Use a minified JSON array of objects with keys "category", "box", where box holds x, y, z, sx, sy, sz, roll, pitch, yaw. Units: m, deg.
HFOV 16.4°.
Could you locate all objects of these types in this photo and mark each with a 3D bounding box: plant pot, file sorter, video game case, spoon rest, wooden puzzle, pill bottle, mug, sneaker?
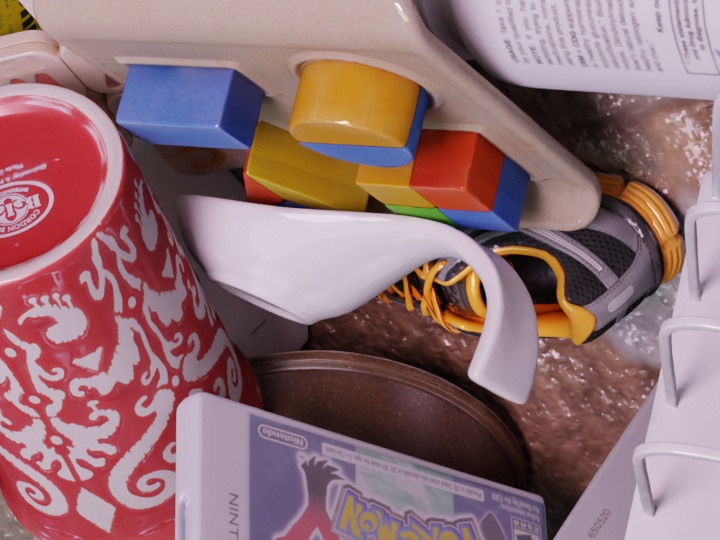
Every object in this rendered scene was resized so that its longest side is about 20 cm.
[{"category":"plant pot","box":[-0.020,0.178,1.208,0.199,0.199,0.201,3,138,2]},{"category":"file sorter","box":[0.178,0.049,0.948,0.138,0.201,0.125,11,163,12]},{"category":"video game case","box":[0.006,0.161,1.095,0.199,0.183,0.023,20,144,-32]},{"category":"spoon rest","box":[0.000,0.000,1.099,0.200,0.061,0.099,21,173,40]},{"category":"wooden puzzle","box":[-0.018,-0.059,1.048,0.185,0.046,0.200,6,160,32]},{"category":"pill bottle","box":[0.104,-0.127,0.991,0.199,0.113,0.114,7,126,30]},{"category":"mug","box":[-0.142,0.035,1.103,0.133,0.178,0.200,32,157,30]},{"category":"sneaker","box":[0.046,-0.007,1.152,0.199,0.077,0.078,1,126,36]}]

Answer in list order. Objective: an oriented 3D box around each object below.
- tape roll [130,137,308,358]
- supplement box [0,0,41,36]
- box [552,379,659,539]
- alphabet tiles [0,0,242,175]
[{"category":"tape roll","box":[-0.130,0.015,1.297,0.202,0.071,0.203,18,131,23]},{"category":"supplement box","box":[-0.203,-0.123,1.144,0.108,0.200,0.110,17,132,25]},{"category":"box","box":[0.181,0.154,1.095,0.199,0.200,0.131,32,134,9]},{"category":"alphabet tiles","box":[-0.062,-0.092,1.107,0.199,0.015,0.196,-11,154,15]}]
